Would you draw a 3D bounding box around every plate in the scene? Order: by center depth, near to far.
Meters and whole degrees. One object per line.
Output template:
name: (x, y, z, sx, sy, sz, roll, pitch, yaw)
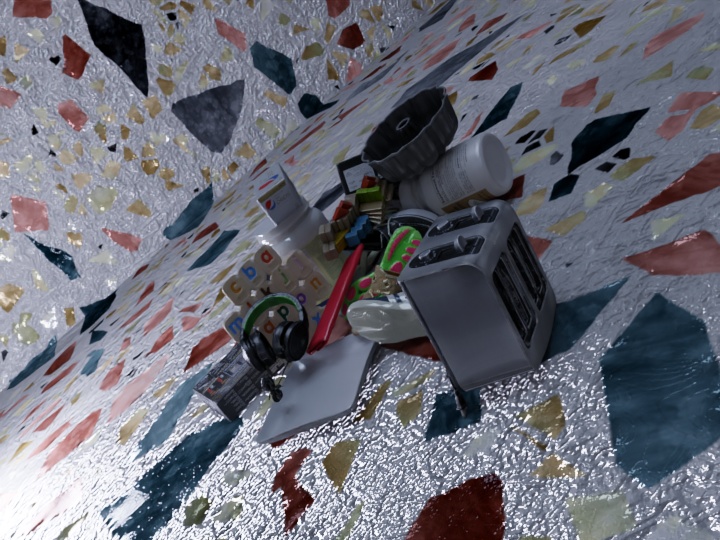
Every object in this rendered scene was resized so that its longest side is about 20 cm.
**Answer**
plate: (-0.057, 0.184, 1.191, 0.197, 0.033, 0.201, -25, 23, 30)

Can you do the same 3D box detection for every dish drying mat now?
dish drying mat: (-0.040, 0.049, 1.305, 0.077, 0.018, 0.203, -48, 17, 55)

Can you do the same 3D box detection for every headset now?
headset: (-0.148, 0.121, 1.255, 0.121, 0.094, 0.204, -18, 53, 12)

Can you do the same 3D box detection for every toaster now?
toaster: (0.152, 0.036, 0.943, 0.117, 0.203, 0.181, -20, 18, 33)

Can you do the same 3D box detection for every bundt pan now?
bundt pan: (0.098, -0.243, 1.390, 0.200, 0.076, 0.204, -34, 28, 21)

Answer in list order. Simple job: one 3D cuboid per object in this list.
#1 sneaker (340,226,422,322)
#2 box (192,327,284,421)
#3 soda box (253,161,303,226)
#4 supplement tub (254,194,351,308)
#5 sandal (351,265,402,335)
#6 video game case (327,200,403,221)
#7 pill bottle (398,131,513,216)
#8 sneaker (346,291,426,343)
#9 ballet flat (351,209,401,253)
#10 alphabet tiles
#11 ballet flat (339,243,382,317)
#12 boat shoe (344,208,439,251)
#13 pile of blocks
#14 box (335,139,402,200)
sneaker: (0.044, 0.016, 1.331, 0.201, 0.077, 0.084, -49, -13, 2)
box: (-0.215, 0.183, 1.441, 0.200, 0.050, 0.157, -46, 22, -20)
soda box: (-0.161, -0.151, 1.452, 0.068, 0.064, 0.200, -36, 20, 2)
supplement tub: (-0.102, -0.030, 1.480, 0.143, 0.202, 0.146, -32, 20, 13)
sandal: (0.053, 0.014, 1.243, 0.210, 0.070, 0.078, -36, 16, -7)
video game case: (-0.010, -0.100, 1.597, 0.197, 0.023, 0.180, -26, -11, 31)
pill bottle: (0.171, -0.162, 1.386, 0.197, 0.115, 0.115, -22, 25, 39)
sneaker: (0.075, 0.056, 1.158, 0.195, 0.076, 0.085, -3, 33, 27)
ballet flat: (0.020, -0.067, 1.581, 0.197, 0.069, 0.062, -23, -4, 27)
alphabet tiles: (-0.149, 0.064, 1.365, 0.200, 0.196, 0.015, -45, 11, -19)
ballet flat: (0.000, 0.000, 1.417, 0.069, 0.070, 0.201, -19, 26, 42)
boat shoe: (0.053, -0.066, 1.386, 0.193, 0.075, 0.069, 2, 40, 5)
pile of blocks: (-0.006, -0.106, 1.356, 0.081, 0.063, 0.201, 14, 55, 35)
box: (0.064, -0.196, 1.555, 0.196, 0.088, 0.164, -21, -10, 6)
